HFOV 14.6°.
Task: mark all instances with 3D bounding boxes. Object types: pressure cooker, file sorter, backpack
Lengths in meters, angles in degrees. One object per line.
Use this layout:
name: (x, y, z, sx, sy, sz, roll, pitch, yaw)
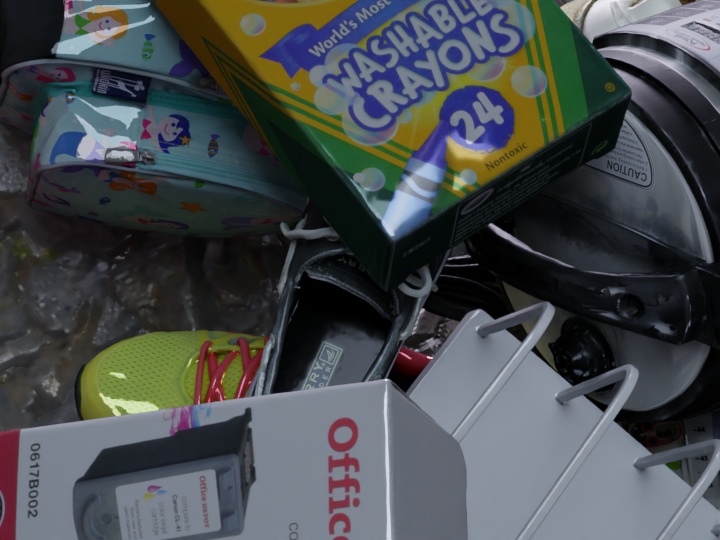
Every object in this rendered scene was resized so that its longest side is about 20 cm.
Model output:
pressure cooker: (0.153, -0.024, 1.270, 0.200, 0.176, 0.179, -19, 76, -33)
file sorter: (0.098, 0.125, 1.177, 0.200, 0.125, 0.139, 40, 74, -6)
backpack: (-0.070, -0.093, 1.307, 0.200, 0.178, 0.151, 0, 84, -11)

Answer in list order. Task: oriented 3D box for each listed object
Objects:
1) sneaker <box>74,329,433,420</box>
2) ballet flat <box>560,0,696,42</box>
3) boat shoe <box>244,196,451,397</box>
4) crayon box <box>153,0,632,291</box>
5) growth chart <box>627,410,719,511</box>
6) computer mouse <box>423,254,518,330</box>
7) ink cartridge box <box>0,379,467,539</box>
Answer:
sneaker: (-0.030, 0.054, 1.273, 0.200, 0.090, 0.078, 5, 60, -2)
ballet flat: (0.158, -0.119, 1.385, 0.200, 0.071, 0.071, -16, 62, -30)
boat shoe: (-0.003, -0.001, 1.200, 0.074, 0.068, 0.200, 26, 82, -1)
crayon box: (0.002, -0.105, 1.184, 0.126, 0.052, 0.200, -32, 70, -19)
growth chart: (0.205, 0.124, 1.300, 0.145, 0.018, 0.200, -10, 62, -13)
computer mouse: (0.056, -0.066, 1.380, 0.110, 0.044, 0.200, 12, 59, 2)
ink cartridge box: (-0.065, 0.130, 1.067, 0.200, 0.086, 0.148, -10, 66, 19)
